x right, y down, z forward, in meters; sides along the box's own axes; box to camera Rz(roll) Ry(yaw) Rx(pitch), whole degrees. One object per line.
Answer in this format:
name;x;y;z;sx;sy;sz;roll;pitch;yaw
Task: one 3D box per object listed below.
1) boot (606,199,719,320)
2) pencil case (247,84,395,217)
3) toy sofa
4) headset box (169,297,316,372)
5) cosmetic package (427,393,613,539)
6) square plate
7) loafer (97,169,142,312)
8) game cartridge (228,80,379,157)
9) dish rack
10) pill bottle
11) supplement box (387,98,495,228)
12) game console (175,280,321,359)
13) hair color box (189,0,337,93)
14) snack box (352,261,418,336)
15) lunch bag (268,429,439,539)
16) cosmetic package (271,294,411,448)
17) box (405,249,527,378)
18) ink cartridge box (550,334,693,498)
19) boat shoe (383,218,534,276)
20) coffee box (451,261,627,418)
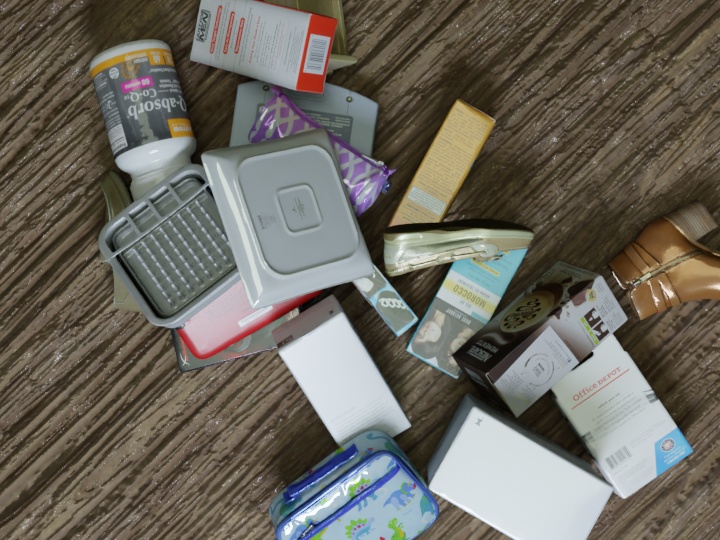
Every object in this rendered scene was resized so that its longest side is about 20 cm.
boot;0.440;0.024;1.638;0.154;0.074;0.201;-34;75;-1
pencil case;-0.053;-0.153;1.618;0.199;0.084;0.086;33;124;1
toy sofa;-0.075;-0.369;1.665;0.097;0.082;0.202;-10;86;43
headset box;-0.160;0.042;1.654;0.198;0.077;0.150;-14;87;3
cosmetic package;0.197;0.265;1.570;0.198;0.200;0.124;30;89;3
square plate;-0.082;-0.071;1.508;0.197;0.028;0.202;-16;85;-39
loafer;-0.327;-0.036;1.662;0.067;0.076;0.202;-15;87;-5
game cartridge;-0.077;-0.194;1.681;0.198;0.042;0.135;8;84;2
dish rack;-0.224;-0.026;1.542;0.171;0.044;0.200;-37;54;-6
pill bottle;-0.286;-0.199;1.648;0.115;0.116;0.202;-17;87;1
supplement box;0.109;-0.128;1.657;0.068;0.067;0.201;27;89;3
game console;-0.175;-0.014;1.611;0.199;0.119;0.173;-29;116;1
hair color box;-0.131;-0.305;1.618;0.199;0.061;0.103;22;104;34
snack box;0.000;0.000;1.629;0.037;0.116;0.200;-39;87;-2
lunch bag;-0.011;0.315;1.603;0.199;0.083;0.161;-35;119;1
cosmetic package;-0.025;0.143;1.605;0.101;0.074;0.201;-30;114;-1
box;0.143;0.039;1.657;0.082;0.049;0.201;28;89;3
ink cartridge box;0.336;0.186;1.634;0.115;0.068;0.201;-34;87;0
boat shoe;0.128;-0.029;1.598;0.198;0.073;0.064;-4;103;-10
coffee box;0.232;0.087;1.596;0.200;0.113;0.080;-40;110;-10
